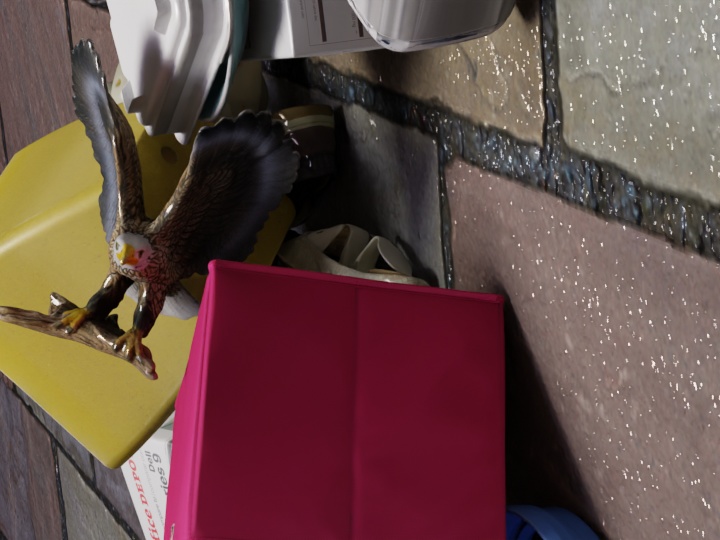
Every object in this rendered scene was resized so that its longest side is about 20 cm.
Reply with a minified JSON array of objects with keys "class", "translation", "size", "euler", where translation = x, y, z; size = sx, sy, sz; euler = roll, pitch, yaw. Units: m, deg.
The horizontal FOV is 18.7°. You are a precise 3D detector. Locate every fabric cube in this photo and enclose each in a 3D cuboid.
[{"class":"fabric cube","translation":[-0.022,0.136,1.396],"size":[0.196,0.199,0.200],"euler":[109,165,-57]}]

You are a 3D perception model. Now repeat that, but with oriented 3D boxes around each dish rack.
[{"class":"dish rack","translation":[-0.138,-0.189,1.446],"size":[0.200,0.043,0.172],"euler":[121,135,-64]}]

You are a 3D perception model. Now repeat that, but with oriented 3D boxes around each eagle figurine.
[{"class":"eagle figurine","translation":[-0.139,-0.036,1.437],"size":[0.151,0.151,0.201],"euler":[31,104,57]}]

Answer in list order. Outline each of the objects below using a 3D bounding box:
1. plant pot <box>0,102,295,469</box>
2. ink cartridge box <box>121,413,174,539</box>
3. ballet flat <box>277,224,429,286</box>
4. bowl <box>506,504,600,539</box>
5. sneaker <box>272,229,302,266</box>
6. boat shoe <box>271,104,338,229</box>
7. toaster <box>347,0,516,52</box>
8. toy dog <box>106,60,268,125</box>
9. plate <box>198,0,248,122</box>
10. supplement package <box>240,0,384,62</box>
[{"class":"plant pot","translation":[-0.165,-0.014,1.617],"size":[0.176,0.200,0.200],"euler":[-35,19,34]},{"class":"ink cartridge box","translation":[-0.094,0.184,1.743],"size":[0.200,0.084,0.146],"euler":[8,121,46]},{"class":"ballet flat","translation":[0.000,0.000,1.580],"size":[0.200,0.067,0.063],"euler":[38,107,58]},{"class":"bowl","translation":[0.124,0.242,1.354],"size":[0.201,0.039,0.202],"euler":[170,90,-71]},{"class":"sneaker","translation":[-0.042,0.049,1.690],"size":[0.077,0.083,0.200],"euler":[81,-178,-46]},{"class":"boat shoe","translation":[-0.066,-0.063,1.693],"size":[0.201,0.071,0.066],"euler":[132,130,-61]},{"class":"toaster","translation":[0.037,-0.218,1.262],"size":[0.129,0.113,0.200],"euler":[100,151,-53]},{"class":"toy dog","translation":[-0.129,-0.201,1.688],"size":[0.194,0.139,0.201],"euler":[-100,19,-68]},{"class":"plate","translation":[-0.106,-0.199,1.450],"size":[0.200,0.025,0.201],"euler":[171,90,-71]},{"class":"supplement package","translation":[-0.034,-0.222,1.459],"size":[0.200,0.110,0.156],"euler":[-168,70,-70]}]
